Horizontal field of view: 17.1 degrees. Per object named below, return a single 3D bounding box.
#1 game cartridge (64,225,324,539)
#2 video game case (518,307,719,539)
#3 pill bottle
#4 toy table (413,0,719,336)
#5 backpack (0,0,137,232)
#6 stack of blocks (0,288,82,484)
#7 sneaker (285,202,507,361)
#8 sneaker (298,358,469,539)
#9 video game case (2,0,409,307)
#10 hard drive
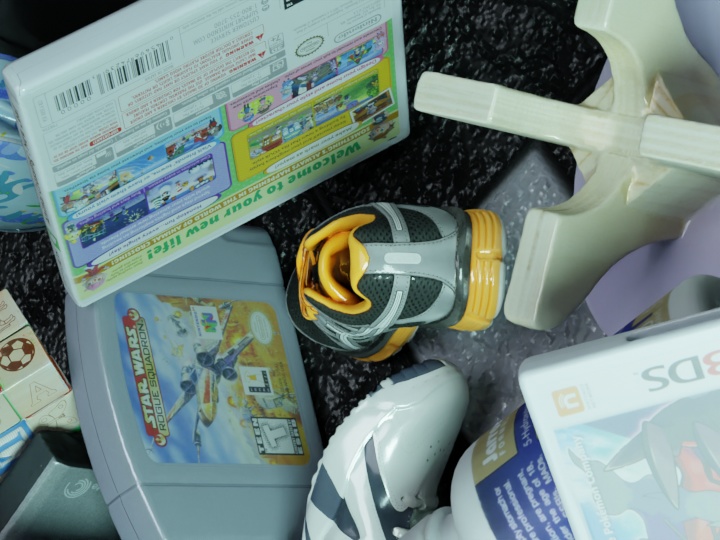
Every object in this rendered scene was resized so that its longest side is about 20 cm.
[{"bbox_3d":[-0.086,0.064,1.248,0.041,0.133,0.201,-34,61,39],"label":"game cartridge"},{"bbox_3d":[0.180,0.106,0.972,0.181,0.023,0.201,-16,107,18],"label":"video game case"},{"bbox_3d":[0.110,0.105,1.065,0.200,0.120,0.120,-39,58,22],"label":"pill bottle"},{"bbox_3d":[0.128,-0.063,1.097,0.183,0.117,0.201,0,82,41],"label":"toy table"},{"bbox_3d":[-0.207,-0.102,1.355,0.199,0.183,0.148,-11,74,45],"label":"backpack"},{"bbox_3d":[-0.192,0.112,1.289,0.115,0.200,0.059,-32,54,-7],"label":"stack of blocks"},{"bbox_3d":[0.000,0.000,1.195,0.200,0.077,0.079,159,112,-65],"label":"sneaker"},{"bbox_3d":[0.027,0.154,1.174,0.129,0.079,0.200,35,93,28],"label":"sneaker"},{"bbox_3d":[-0.067,-0.081,1.161,0.199,0.182,0.022,-28,59,-14],"label":"video game case"},{"bbox_3d":[-0.169,0.173,1.294,0.200,0.139,0.033,-54,51,20],"label":"hard drive"}]
